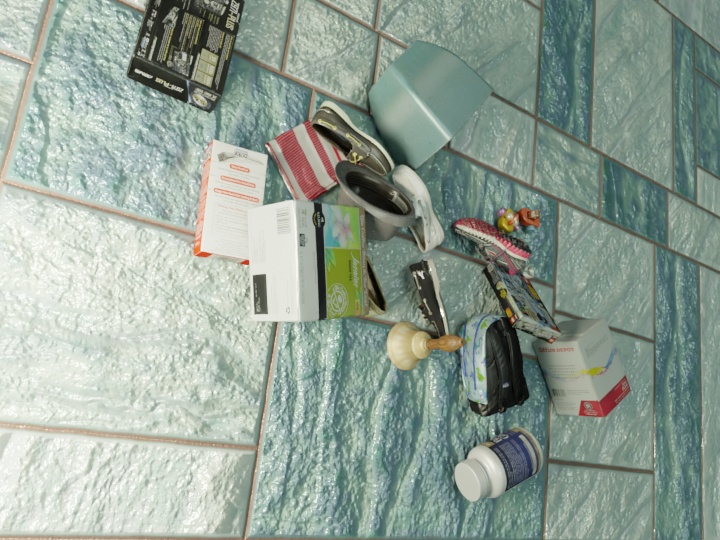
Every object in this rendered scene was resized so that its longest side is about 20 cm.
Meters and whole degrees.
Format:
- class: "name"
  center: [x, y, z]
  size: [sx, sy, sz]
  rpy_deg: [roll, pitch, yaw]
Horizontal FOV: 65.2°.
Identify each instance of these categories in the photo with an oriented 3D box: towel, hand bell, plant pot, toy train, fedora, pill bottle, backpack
- class: "towel"
  center: [-0.087, -0.241, 1.177]
  size: [0.198, 0.023, 0.147]
  rpy_deg: [-35, 101, -31]
- class: "hand bell"
  center: [0.149, 0.151, 1.159]
  size: [0.101, 0.198, 0.108]
  rpy_deg: [6, 79, -30]
- class: "plant pot"
  center: [0.134, -0.376, 1.244]
  size: [0.201, 0.196, 0.196]
  rpy_deg: [46, 62, -8]
- class: "toy train"
  center: [0.417, -0.091, 1.434]
  size: [0.147, 0.055, 0.206]
  rpy_deg: [20, 62, -23]
- class: "fedora"
  center: [0.016, -0.131, 1.166]
  size: [0.195, 0.091, 0.179]
  rpy_deg: [25, 30, -12]
- class: "pill bottle"
  center: [0.309, 0.439, 1.268]
  size: [0.195, 0.110, 0.115]
  rpy_deg: [-13, 89, -33]
- class: "backpack"
  center: [0.300, 0.202, 1.294]
  size: [0.159, 0.152, 0.207]
  rpy_deg: [-13, 109, -30]

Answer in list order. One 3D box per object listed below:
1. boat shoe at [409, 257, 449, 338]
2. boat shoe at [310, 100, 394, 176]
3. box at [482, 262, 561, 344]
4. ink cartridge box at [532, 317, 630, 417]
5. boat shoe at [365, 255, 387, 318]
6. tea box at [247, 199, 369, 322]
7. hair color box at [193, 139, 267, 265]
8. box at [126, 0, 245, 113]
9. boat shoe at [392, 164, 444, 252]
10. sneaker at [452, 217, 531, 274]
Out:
- class: "boat shoe"
  center: [0.157, 0.074, 1.259]
  size: [0.058, 0.074, 0.206]
  rpy_deg: [-14, 110, 7]
- class: "boat shoe"
  center: [-0.017, -0.259, 1.171]
  size: [0.200, 0.071, 0.061]
  rpy_deg: [40, 68, -11]
- class: "box"
  center: [0.381, 0.073, 1.342]
  size: [0.134, 0.040, 0.203]
  rpy_deg: [23, 31, -27]
- class: "ink cartridge box"
  center: [0.562, 0.243, 1.436]
  size: [0.142, 0.144, 0.205]
  rpy_deg: [-25, 96, -32]
- class: "boat shoe"
  center: [0.000, 0.000, 1.170]
  size: [0.073, 0.062, 0.204]
  rpy_deg: [-33, 100, -30]
- class: "tea box"
  center: [-0.093, -0.014, 1.037]
  size: [0.194, 0.131, 0.208]
  rpy_deg: [-2, 89, -51]
- class: "hair color box"
  center: [-0.239, -0.122, 1.039]
  size: [0.108, 0.063, 0.207]
  rpy_deg: [10, 79, -30]
- class: "box"
  center: [-0.315, -0.423, 1.023]
  size: [0.160, 0.085, 0.207]
  rpy_deg: [17, 74, -28]
- class: "boat shoe"
  center: [0.120, -0.135, 1.261]
  size: [0.069, 0.070, 0.204]
  rpy_deg: [-36, 103, -32]
- class: "sneaker"
  center: [0.308, -0.060, 1.346]
  size: [0.196, 0.076, 0.081]
  rpy_deg: [29, 27, 3]
